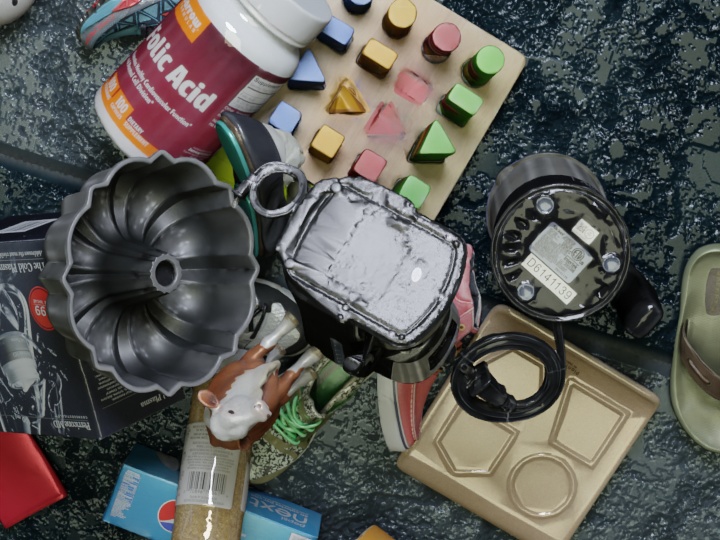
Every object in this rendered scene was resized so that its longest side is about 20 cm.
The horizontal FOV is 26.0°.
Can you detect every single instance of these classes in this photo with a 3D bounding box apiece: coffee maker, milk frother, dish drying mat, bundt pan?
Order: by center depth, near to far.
[{"bbox_3d":[-0.184,0.003,1.303,0.076,0.202,0.203,-1,106,46],"label":"bundt pan"},{"bbox_3d":[0.000,0.000,1.327,0.135,0.200,0.192,-35,76,-8],"label":"coffee maker"},{"bbox_3d":[0.151,0.014,1.383,0.200,0.188,0.181,-31,98,9],"label":"milk frother"},{"bbox_3d":[-0.369,0.152,1.527,0.077,0.018,0.200,-28,100,9],"label":"dish drying mat"}]

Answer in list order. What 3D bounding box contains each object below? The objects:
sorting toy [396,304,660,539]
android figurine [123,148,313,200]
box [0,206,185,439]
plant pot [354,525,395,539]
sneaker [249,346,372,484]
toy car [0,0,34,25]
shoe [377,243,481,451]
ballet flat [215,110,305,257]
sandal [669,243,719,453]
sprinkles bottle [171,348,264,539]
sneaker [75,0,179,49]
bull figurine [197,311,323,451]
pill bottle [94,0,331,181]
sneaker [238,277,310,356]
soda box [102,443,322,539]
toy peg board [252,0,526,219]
[{"bbox_3d":[0.159,0.153,1.494,0.185,0.036,0.200,31,106,-4],"label":"sorting toy"},{"bbox_3d":[-0.112,-0.098,1.447,0.200,0.041,0.182,26,102,-2],"label":"android figurine"},{"bbox_3d":[-0.277,0.047,1.405,0.200,0.104,0.183,-3,106,44],"label":"box"},{"bbox_3d":[0.027,0.350,1.472,0.200,0.200,0.183,-44,82,11],"label":"plant pot"},{"bbox_3d":[-0.055,0.126,1.468,0.077,0.089,0.200,38,102,-5],"label":"sneaker"},{"bbox_3d":[-0.330,-0.280,1.364,0.184,0.177,0.201,-4,115,-8],"label":"toy car"},{"bbox_3d":[0.066,0.071,1.454,0.091,0.071,0.201,0,96,12],"label":"shoe"},{"bbox_3d":[-0.081,-0.084,1.348,0.073,0.200,0.073,-1,59,2],"label":"ballet flat"},{"bbox_3d":[0.329,0.077,1.453,0.079,0.057,0.202,-4,102,4],"label":"sandal"},{"bbox_3d":[-0.133,0.174,1.447,0.068,0.068,0.201,6,71,2],"label":"sprinkles bottle"},{"bbox_3d":[-0.158,-0.230,1.402,0.199,0.079,0.096,-22,102,8],"label":"sneaker"},{"bbox_3d":[-0.091,0.104,1.333,0.121,0.200,0.065,-43,88,-16],"label":"bull figurine"},{"bbox_3d":[-0.125,-0.180,1.340,0.114,0.114,0.200,44,111,-7],"label":"pill bottle"},{"bbox_3d":[-0.139,0.034,1.449,0.199,0.088,0.076,22,102,1],"label":"sneaker"},{"bbox_3d":[-0.142,0.238,1.508,0.199,0.068,0.064,22,102,-2],"label":"soda box"},{"bbox_3d":[0.021,-0.158,1.375,0.199,0.098,0.200,31,87,-4],"label":"toy peg board"}]
